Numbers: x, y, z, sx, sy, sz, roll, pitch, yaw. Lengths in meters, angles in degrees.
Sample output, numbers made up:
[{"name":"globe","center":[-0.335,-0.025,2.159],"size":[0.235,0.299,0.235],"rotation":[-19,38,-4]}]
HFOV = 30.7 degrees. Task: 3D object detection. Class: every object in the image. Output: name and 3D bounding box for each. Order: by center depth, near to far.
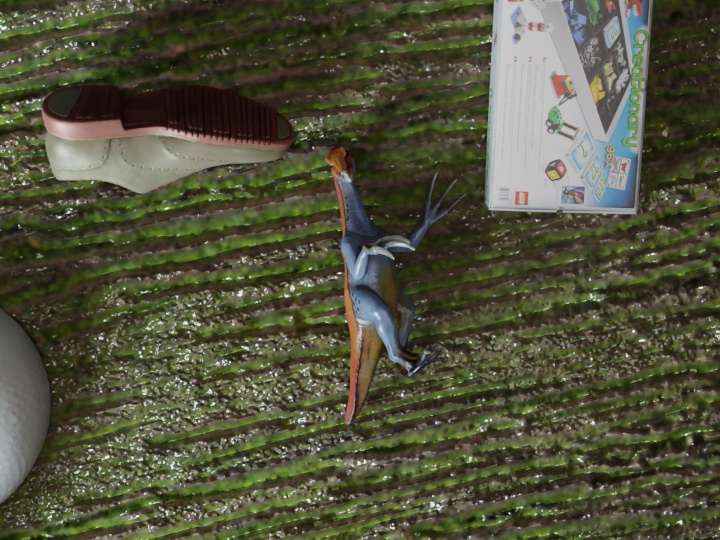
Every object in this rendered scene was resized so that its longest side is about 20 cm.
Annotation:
[{"name":"oxford shoe","center":[-0.152,-0.101,1.048],"size":[0.196,0.071,0.076],"rotation":[4,127,-6]},{"name":"cereal bowl","center":[-0.354,0.118,1.059],"size":[0.196,0.083,0.204],"rotation":[-1,100,-3]},{"name":"toy dinosaur","center":[0.000,0.000,1.060],"size":[0.199,0.105,0.183],"rotation":[-38,80,17]},{"name":"board game box","center":[0.168,-0.149,1.064],"size":[0.124,0.035,0.204],"rotation":[2,101,-3]}]
